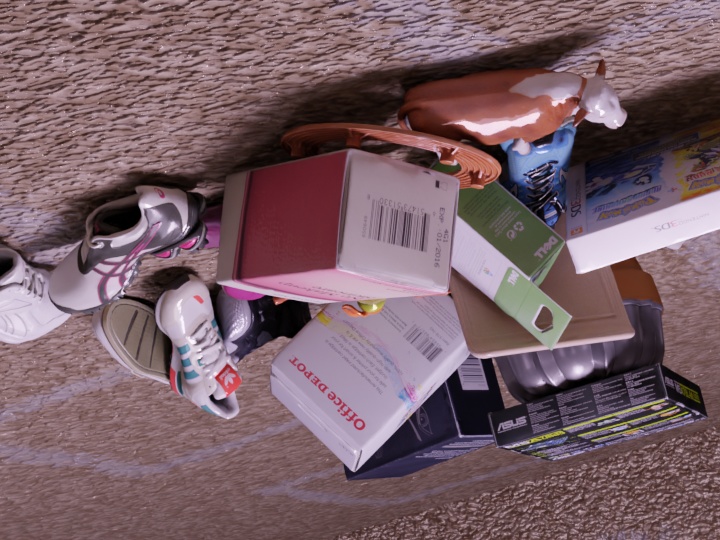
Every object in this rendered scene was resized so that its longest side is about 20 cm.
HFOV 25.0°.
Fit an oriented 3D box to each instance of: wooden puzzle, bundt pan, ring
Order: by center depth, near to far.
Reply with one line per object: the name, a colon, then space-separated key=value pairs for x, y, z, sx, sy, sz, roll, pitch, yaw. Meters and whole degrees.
ring: x=0.026 y=-0.096 z=1.462 sx=0.200 sy=0.019 sz=0.200 roll=9 pitch=171 yaw=1
wooden puzzle: x=0.172 y=-0.001 z=1.685 sx=0.185 sy=0.200 sz=0.037 roll=-6 pitch=150 yaw=-20
bundt pan: x=0.248 y=0.100 z=1.800 sx=0.202 sy=0.076 sz=0.202 roll=-12 pitch=163 yaw=-4

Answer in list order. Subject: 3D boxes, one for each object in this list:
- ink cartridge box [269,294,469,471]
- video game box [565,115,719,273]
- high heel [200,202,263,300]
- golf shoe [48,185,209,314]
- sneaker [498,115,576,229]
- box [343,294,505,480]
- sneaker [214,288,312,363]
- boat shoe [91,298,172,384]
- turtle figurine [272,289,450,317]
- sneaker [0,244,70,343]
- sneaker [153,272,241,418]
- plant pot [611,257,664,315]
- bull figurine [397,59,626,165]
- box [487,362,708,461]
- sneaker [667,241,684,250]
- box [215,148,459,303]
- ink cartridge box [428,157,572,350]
ink cartridge box: x=0.012 y=0.102 z=1.843 sx=0.200 sy=0.145 sz=0.145 roll=-44 pitch=170 yaw=-16
video game box: x=0.301 y=-0.081 z=1.610 sx=0.200 sy=0.047 sz=0.182 roll=-19 pitch=-155 yaw=15
high heel: x=-0.102 y=-0.018 z=1.644 sx=0.096 sy=0.067 sz=0.200 roll=-6 pitch=162 yaw=15
golf shoe: x=-0.237 y=-0.028 z=1.538 sx=0.200 sy=0.077 sz=0.088 roll=-31 pitch=146 yaw=27
sneaker: x=0.182 y=-0.089 z=1.596 sx=0.078 sy=0.090 sz=0.200 roll=-13 pitch=162 yaw=1
box: x=0.065 y=0.149 z=2.089 sx=0.200 sy=0.197 sz=0.117 roll=-26 pitch=160 yaw=36
sneaker: x=-0.116 y=0.066 z=1.896 sx=0.114 sy=0.076 sz=0.200 roll=-8 pitch=162 yaw=-16
boat shoe: x=-0.254 y=0.088 z=1.862 sx=0.068 sy=0.075 sz=0.200 roll=3 pitch=157 yaw=30
turtle figurine: x=0.000 y=0.000 z=1.717 sx=0.200 sy=0.064 sz=0.161 roll=-2 pitch=140 yaw=4
sneaker: x=-0.345 y=0.017 z=1.578 sx=0.099 sy=0.078 sz=0.200 roll=-30 pitch=158 yaw=34
sneaker: x=-0.169 y=0.088 z=1.799 sx=0.070 sy=0.093 sz=0.200 roll=-38 pitch=147 yaw=-29
plant pot: x=0.230 y=0.007 z=1.855 sx=0.200 sy=0.140 sz=0.200 roll=-13 pitch=163 yaw=-4
bull figurine: x=0.129 y=-0.140 z=1.429 sx=0.200 sy=0.065 sz=0.121 roll=-1 pitch=164 yaw=-5
box: x=0.267 y=0.161 z=1.802 sx=0.200 sy=0.048 sz=0.193 roll=-19 pitch=160 yaw=21
sneaker: x=0.331 y=-0.079 z=1.807 sx=0.080 sy=0.078 sz=0.200 roll=-43 pitch=156 yaw=23
box: x=-0.024 y=-0.035 z=1.469 sx=0.128 sy=0.109 sz=0.200 roll=12 pitch=169 yaw=-35
ink cartridge box: x=0.139 y=-0.021 z=1.597 sx=0.059 sy=0.200 sz=0.104 roll=-45 pitch=169 yaw=-20
